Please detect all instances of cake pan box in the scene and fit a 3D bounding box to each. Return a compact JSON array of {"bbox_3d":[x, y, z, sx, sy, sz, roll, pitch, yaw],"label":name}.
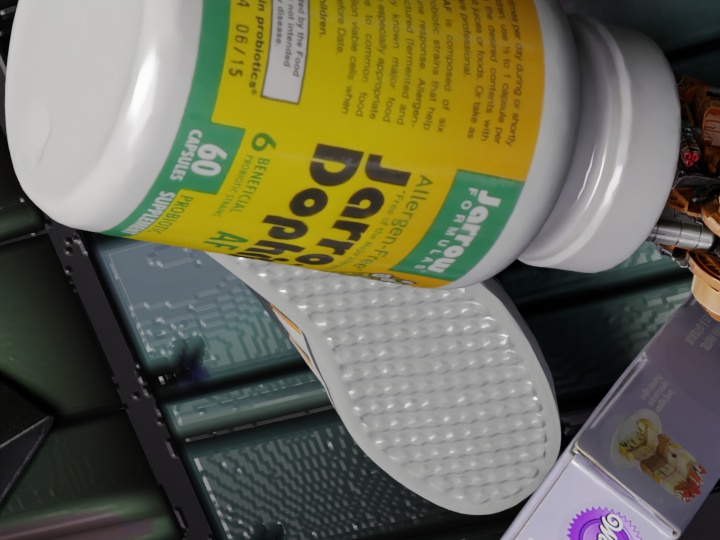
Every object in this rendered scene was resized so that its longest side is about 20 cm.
[{"bbox_3d":[0.081,0.097,0.970,0.052,0.200,0.184,38,122,6],"label":"cake pan box"}]

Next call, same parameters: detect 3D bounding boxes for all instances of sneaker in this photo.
[{"bbox_3d":[0.000,0.000,0.978,0.078,0.079,0.200,-37,114,8],"label":"sneaker"}]

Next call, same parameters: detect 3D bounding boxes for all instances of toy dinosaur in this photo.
[{"bbox_3d":[0.150,-0.009,0.927,0.102,0.135,0.201,-57,45,46],"label":"toy dinosaur"}]

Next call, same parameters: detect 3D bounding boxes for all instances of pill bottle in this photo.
[{"bbox_3d":[-0.002,-0.054,0.859,0.199,0.113,0.113,10,126,-30],"label":"pill bottle"}]

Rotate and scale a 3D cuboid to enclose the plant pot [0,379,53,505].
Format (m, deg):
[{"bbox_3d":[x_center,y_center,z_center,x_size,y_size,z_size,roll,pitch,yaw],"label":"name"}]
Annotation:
[{"bbox_3d":[-0.284,0.098,1.123,0.177,0.199,0.200,43,122,10],"label":"plant pot"}]
